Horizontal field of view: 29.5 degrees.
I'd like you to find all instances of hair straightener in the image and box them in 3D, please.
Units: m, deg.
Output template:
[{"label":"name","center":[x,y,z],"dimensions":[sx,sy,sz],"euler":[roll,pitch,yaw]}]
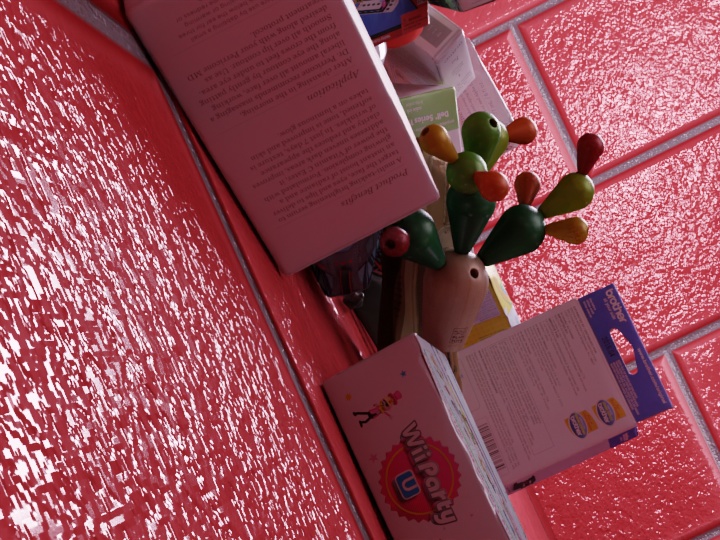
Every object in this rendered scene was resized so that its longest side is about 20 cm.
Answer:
[{"label":"hair straightener","center":[0.000,0.000,1.069],"dimensions":[0.077,0.040,0.202],"euler":[-98,162,-75]}]

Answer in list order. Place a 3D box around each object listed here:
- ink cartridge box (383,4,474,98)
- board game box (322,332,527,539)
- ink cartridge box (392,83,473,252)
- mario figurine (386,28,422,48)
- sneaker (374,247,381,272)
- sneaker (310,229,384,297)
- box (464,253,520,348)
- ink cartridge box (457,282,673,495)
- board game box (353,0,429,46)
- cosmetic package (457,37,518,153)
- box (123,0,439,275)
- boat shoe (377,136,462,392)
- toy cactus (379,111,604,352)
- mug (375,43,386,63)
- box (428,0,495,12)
[{"label":"ink cartridge box","center":[0.026,-0.230,1.340],"dimensions":[0.200,0.045,0.176],"euler":[41,-9,22]},{"label":"board game box","center":[0.048,0.125,0.845],"dimensions":[0.149,0.064,0.200],"euler":[65,3,11]},{"label":"ink cartridge box","center":[0.043,-0.071,1.297],"dimensions":[0.117,0.067,0.203],"euler":[14,-64,57]},{"label":"mario figurine","center":[-0.010,-0.282,1.172],"dimensions":[0.201,0.106,0.123],"euler":[54,-6,-6]},{"label":"sneaker","center":[0.033,-0.016,1.131],"dimensions":[0.201,0.079,0.095],"euler":[54,-13,-22]},{"label":"sneaker","center":[-0.021,-0.049,0.991],"dimensions":[0.201,0.078,0.097],"euler":[-85,167,-62]},{"label":"box","center":[0.105,0.092,1.267],"dimensions":[0.202,0.116,0.049],"euler":[64,19,-19]},{"label":"ink cartridge box","center":[0.139,0.105,1.103],"dimensions":[0.121,0.198,0.042],"euler":[67,7,26]},{"label":"board game box","center":[-0.023,-0.204,0.990],"dimensions":[0.019,0.199,0.104],"euler":[15,-58,41]},{"label":"cosmetic package","center":[0.054,-0.143,1.444],"dimensions":[0.114,0.198,0.081],"euler":[63,3,18]},{"label":"box","center":[-0.051,-0.130,0.793],"dimensions":[0.201,0.105,0.153],"euler":[60,6,-41]},{"label":"boat shoe","center":[0.051,0.002,0.997],"dimensions":[0.073,0.062,0.204],"euler":[-126,-143,-69]},{"label":"toy cactus","center":[0.079,-0.023,0.916],"dimensions":[0.102,0.198,0.167],"euler":[32,-59,40]},{"label":"mug","center":[-0.048,-0.216,1.090],"dimensions":[0.187,0.147,0.155],"euler":[-88,161,-65]},{"label":"box","center":[0.057,-0.289,1.115],"dimensions":[0.200,0.036,0.146],"euler":[-112,-177,-76]}]
